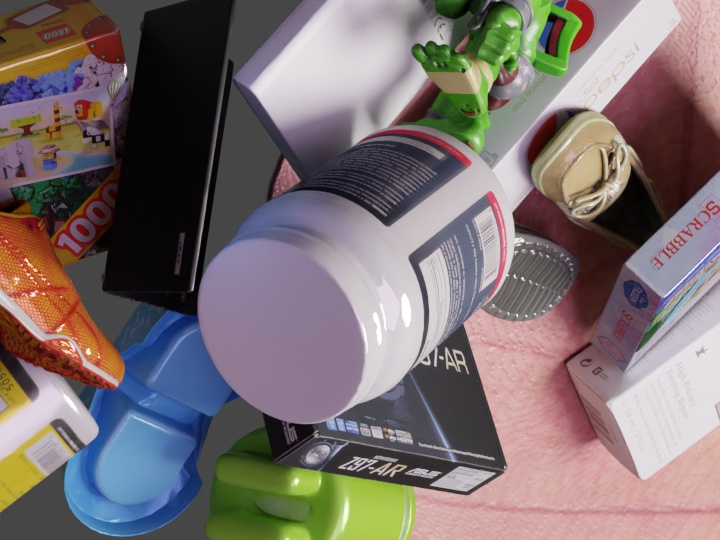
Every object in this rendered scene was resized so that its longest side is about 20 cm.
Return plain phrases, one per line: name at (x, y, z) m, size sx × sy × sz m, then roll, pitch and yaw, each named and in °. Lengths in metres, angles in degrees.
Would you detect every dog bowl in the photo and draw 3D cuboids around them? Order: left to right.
dog bowl at (-0.142, 0.093, 1.384) m, size 0.111 × 0.050 × 0.201 m, roll 29°, pitch 97°, yaw -37°

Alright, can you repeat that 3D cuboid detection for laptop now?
laptop at (-0.094, -0.065, 1.208) m, size 0.200 × 0.103 × 0.178 m, roll 22°, pitch 75°, yaw -67°

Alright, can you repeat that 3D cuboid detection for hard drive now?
hard drive at (0.010, -0.161, 1.319) m, size 0.200 × 0.026 × 0.132 m, roll -49°, pitch 143°, yaw -11°

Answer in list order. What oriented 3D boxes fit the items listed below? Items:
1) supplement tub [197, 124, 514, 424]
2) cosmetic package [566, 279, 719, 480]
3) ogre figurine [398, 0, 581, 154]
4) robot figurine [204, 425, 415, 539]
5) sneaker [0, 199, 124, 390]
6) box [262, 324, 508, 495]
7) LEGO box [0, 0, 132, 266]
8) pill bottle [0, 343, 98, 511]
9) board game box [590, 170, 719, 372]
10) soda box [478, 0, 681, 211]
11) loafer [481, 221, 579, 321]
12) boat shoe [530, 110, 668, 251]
supplement tub at (0.000, 0.000, 1.250) m, size 0.200 × 0.140 × 0.141 m, roll -37°, pitch 136°, yaw -52°
cosmetic package at (0.277, 0.069, 1.600) m, size 0.200 × 0.074 × 0.102 m, roll -35°, pitch 129°, yaw -8°
ogre figurine at (0.086, -0.144, 1.306) m, size 0.120 × 0.098 × 0.200 m, roll -57°, pitch 158°, yaw -27°
robot figurine at (-0.033, 0.172, 1.425) m, size 0.200 × 0.115 × 0.177 m, roll 18°, pitch 78°, yaw -62°
sneaker at (-0.204, 0.004, 1.188) m, size 0.200 × 0.073 × 0.077 m, roll 50°, pitch 59°, yaw -37°
box at (0.006, 0.069, 1.373) m, size 0.199 × 0.161 × 0.043 m, roll 16°, pitch 139°, yaw -44°
LEGO box at (-0.242, -0.069, 1.224) m, size 0.199 × 0.077 × 0.150 m, roll -21°, pitch 123°, yaw -20°
pill bottle at (-0.281, 0.124, 1.280) m, size 0.200 × 0.111 × 0.112 m, roll -37°, pitch 127°, yaw -9°
board game box at (0.267, -0.027, 1.478) m, size 0.200 × 0.041 × 0.200 m, roll -43°, pitch 167°, yaw -12°
soda box at (0.139, -0.138, 1.407) m, size 0.200 × 0.064 × 0.068 m, roll -48°, pitch 150°, yaw 1°
loafer at (0.081, -0.019, 1.439) m, size 0.199 × 0.070 × 0.075 m, roll 18°, pitch 116°, yaw -39°
boat shoe at (0.183, -0.059, 1.436) m, size 0.073 × 0.063 × 0.201 m, roll -48°, pitch 155°, yaw 1°
